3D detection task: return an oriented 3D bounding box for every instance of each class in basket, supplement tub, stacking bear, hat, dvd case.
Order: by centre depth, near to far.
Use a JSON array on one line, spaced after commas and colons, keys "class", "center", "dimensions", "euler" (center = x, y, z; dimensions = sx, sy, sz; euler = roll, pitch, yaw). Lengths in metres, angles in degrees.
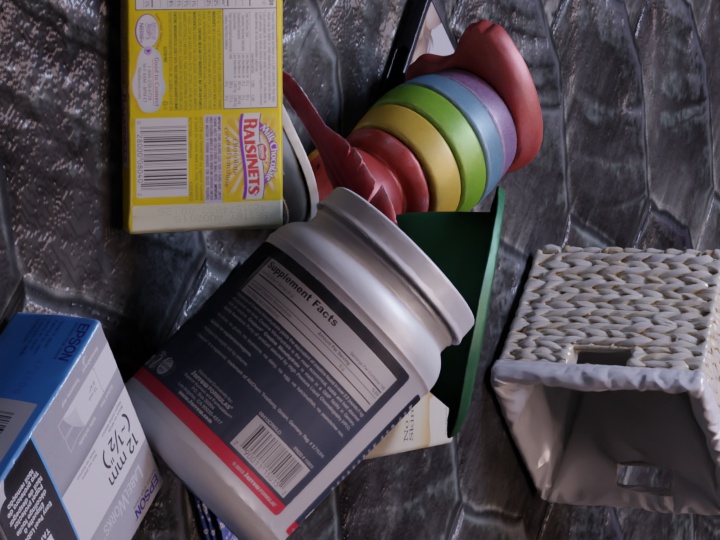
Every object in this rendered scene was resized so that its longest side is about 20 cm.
[{"class": "supplement tub", "center": [-0.040, 0.061, 1.499], "dimensions": [0.200, 0.140, 0.140], "euler": [-45, 144, -8]}, {"class": "hat", "center": [0.000, 0.000, 1.641], "dimensions": [0.166, 0.175, 0.201], "euler": [103, -2, -68]}, {"class": "stacking bear", "center": [0.032, -0.079, 1.745], "dimensions": [0.200, 0.121, 0.114], "euler": [-36, 95, -36]}, {"class": "dvd case", "center": [0.043, -0.095, 1.887], "dimensions": [0.143, 0.017, 0.201], "euler": [60, 41, -52]}, {"class": "basket", "center": [0.245, 0.099, 2.146], "dimensions": [0.201, 0.197, 0.161], "euler": [66, 35, -45]}]

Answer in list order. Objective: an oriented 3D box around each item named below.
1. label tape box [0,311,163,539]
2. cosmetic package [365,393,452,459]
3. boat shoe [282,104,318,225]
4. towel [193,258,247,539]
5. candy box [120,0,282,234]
[{"class": "label tape box", "center": [-0.176, 0.146, 1.393], "dimensions": [0.144, 0.066, 0.201], "euler": [-62, 145, -41]}, {"class": "cosmetic package", "center": [0.004, 0.081, 1.739], "dimensions": [0.200, 0.071, 0.106], "euler": [-3, 92, -70]}, {"class": "boat shoe", "center": [-0.079, -0.092, 1.596], "dimensions": [0.062, 0.073, 0.200], "euler": [-32, 143, -10]}, {"class": "towel", "center": [-0.078, 0.112, 1.650], "dimensions": [0.145, 0.024, 0.201], "euler": [-57, 143, -48]}, {"class": "candy box", "center": [-0.099, -0.125, 1.494], "dimensions": [0.102, 0.026, 0.202], "euler": [-3, 99, -21]}]
